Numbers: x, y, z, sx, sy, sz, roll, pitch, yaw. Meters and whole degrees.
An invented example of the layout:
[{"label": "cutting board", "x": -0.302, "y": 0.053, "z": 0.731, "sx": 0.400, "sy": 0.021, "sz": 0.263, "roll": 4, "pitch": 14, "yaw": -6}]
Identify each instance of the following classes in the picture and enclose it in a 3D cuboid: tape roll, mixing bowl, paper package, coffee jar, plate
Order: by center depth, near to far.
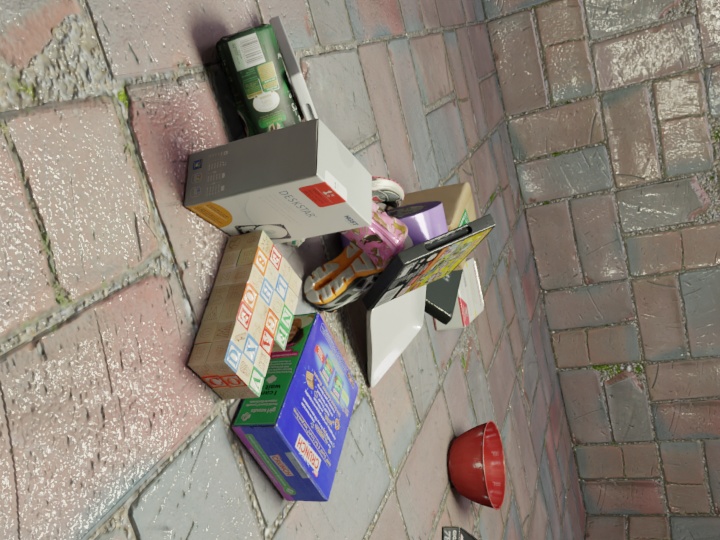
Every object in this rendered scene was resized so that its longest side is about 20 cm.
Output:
[{"label": "coffee jar", "x": -0.136, "y": -0.239, "z": 0.972, "sx": 0.104, "sy": 0.083, "sz": 0.205, "roll": -138, "pitch": -150, "yaw": -69}, {"label": "tape roll", "x": 0.063, "y": -0.060, "z": 1.240, "sx": 0.200, "sy": 0.195, "sz": 0.087, "roll": -36, "pitch": 115, "yaw": -63}, {"label": "plate", "x": 0.063, "y": 0.088, "z": 1.280, "sx": 0.200, "sy": 0.032, "sz": 0.204, "roll": -45, "pitch": 147, "yaw": -39}, {"label": "paper package", "x": 0.140, "y": -0.086, "z": 1.431, "sx": 0.105, "sy": 0.186, "sz": 0.201, "roll": 67, "pitch": 29, "yaw": -25}, {"label": "mixing bowl", "x": 0.276, "y": 0.472, "z": 1.645, "sx": 0.199, "sy": 0.106, "sz": 0.206, "roll": 33, "pitch": 53, "yaw": -58}]

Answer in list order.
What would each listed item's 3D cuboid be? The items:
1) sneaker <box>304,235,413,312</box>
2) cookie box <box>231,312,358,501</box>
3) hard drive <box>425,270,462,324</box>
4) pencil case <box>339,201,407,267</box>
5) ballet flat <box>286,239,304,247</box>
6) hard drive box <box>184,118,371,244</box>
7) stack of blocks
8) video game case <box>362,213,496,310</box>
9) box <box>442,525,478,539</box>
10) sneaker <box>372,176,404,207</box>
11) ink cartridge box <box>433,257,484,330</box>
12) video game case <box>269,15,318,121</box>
[{"label": "sneaker", "x": 0.000, "y": 0.000, "z": 1.126, "sx": 0.079, "sy": 0.197, "sz": 0.078, "roll": 60, "pitch": -1, "yaw": 33}, {"label": "cookie box", "x": -0.084, "y": 0.194, "z": 0.973, "sx": 0.202, "sy": 0.073, "sz": 0.173, "roll": -71, "pitch": 144, "yaw": -47}, {"label": "hard drive", "x": 0.162, "y": 0.015, "z": 1.545, "sx": 0.138, "sy": 0.033, "sz": 0.202, "roll": 32, "pitch": 39, "yaw": -7}, {"label": "pencil case", "x": -0.017, "y": -0.090, "z": 1.027, "sx": 0.198, "sy": 0.082, "sz": 0.088, "roll": 37, "pitch": 36, "yaw": -21}, {"label": "ballet flat", "x": -0.091, "y": -0.121, "z": 1.100, "sx": 0.072, "sy": 0.070, "sz": 0.203, "roll": 58, "pitch": 35, "yaw": -40}, {"label": "hard drive box", "x": -0.103, "y": -0.106, "z": 0.885, "sx": 0.155, "sy": 0.195, "sz": 0.079, "roll": 35, "pitch": 50, "yaw": -56}, {"label": "stack of blocks", "x": -0.146, "y": 0.065, "z": 0.898, "sx": 0.116, "sy": 0.057, "sz": 0.204, "roll": 56, "pitch": 34, "yaw": -43}, {"label": "video game case", "x": 0.106, "y": -0.011, "z": 1.099, "sx": 0.177, "sy": 0.201, "sz": 0.026, "roll": -23, "pitch": 75, "yaw": -24}, {"label": "box", "x": 0.235, "y": 0.709, "z": 1.547, "sx": 0.199, "sy": 0.048, "sz": 0.205, "roll": 52, "pitch": 36, "yaw": -49}, {"label": "sneaker", "x": 0.008, "y": -0.141, "z": 1.291, "sx": 0.197, "sy": 0.079, "sz": 0.077, "roll": 4, "pitch": 88, "yaw": -48}, {"label": "ink cartridge box", "x": 0.246, "y": 0.058, "z": 1.748, "sx": 0.199, "sy": 0.081, "sz": 0.149, "roll": -20, "pitch": 99, "yaw": -65}, {"label": "video game case", "x": -0.090, "y": -0.271, "z": 1.061, "sx": 0.202, "sy": 0.021, "sz": 0.185, "roll": -109, "pitch": 179, "yaw": -46}]
